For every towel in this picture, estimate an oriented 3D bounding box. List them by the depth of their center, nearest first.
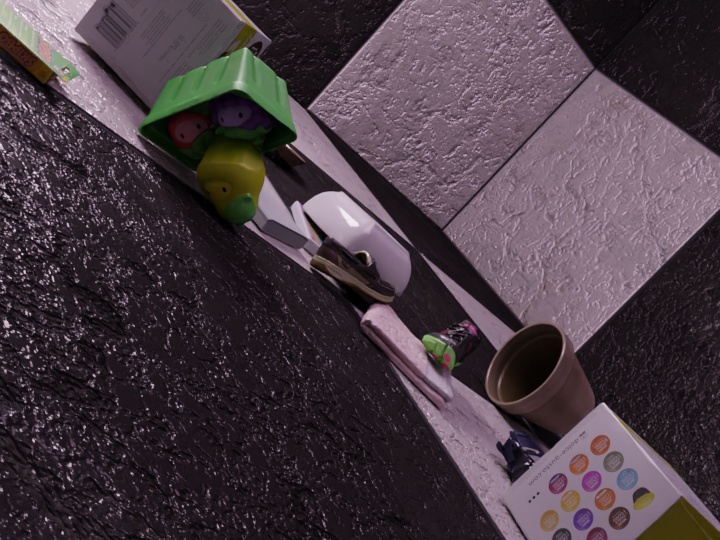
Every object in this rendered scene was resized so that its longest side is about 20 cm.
[{"bbox_3d":[0.080,0.130,1.541,0.191,0.032,0.200,45,8,0],"label":"towel"}]

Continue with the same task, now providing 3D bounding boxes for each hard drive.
[{"bbox_3d":[-0.177,-0.125,1.535,0.200,0.026,0.132,49,10,26],"label":"hard drive"},{"bbox_3d":[0.385,0.321,2.063,0.139,0.033,0.201,39,11,-34],"label":"hard drive"}]

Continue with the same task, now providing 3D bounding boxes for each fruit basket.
[{"bbox_3d":[-0.193,-0.174,1.301,0.155,0.216,0.216,34,13,-46],"label":"fruit basket"}]

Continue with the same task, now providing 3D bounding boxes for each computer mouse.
[{"bbox_3d":[-0.230,-0.280,1.990,0.058,0.034,0.200,28,-9,39],"label":"computer mouse"}]

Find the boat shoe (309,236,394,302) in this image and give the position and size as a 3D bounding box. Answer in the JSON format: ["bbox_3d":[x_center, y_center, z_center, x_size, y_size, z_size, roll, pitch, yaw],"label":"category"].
[{"bbox_3d":[0.000,0.000,1.568,0.073,0.066,0.199,30,3,40],"label":"boat shoe"}]

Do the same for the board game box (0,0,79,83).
[{"bbox_3d":[-0.433,-0.298,1.143,0.199,0.030,0.096,40,11,-15],"label":"board game box"}]

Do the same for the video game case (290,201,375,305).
[{"bbox_3d":[-0.048,-0.032,1.713,0.182,0.024,0.201,41,11,-23],"label":"video game case"}]

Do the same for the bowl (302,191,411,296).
[{"bbox_3d":[0.004,-0.061,1.716,0.199,0.075,0.200,39,4,-43],"label":"bowl"}]

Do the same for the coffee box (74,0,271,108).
[{"bbox_3d":[-0.296,-0.380,1.521,0.200,0.200,0.198,44,9,3],"label":"coffee box"}]

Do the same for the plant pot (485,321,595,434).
[{"bbox_3d":[0.382,0.235,1.907,0.173,0.200,0.200,42,9,-25],"label":"plant pot"}]

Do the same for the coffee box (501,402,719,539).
[{"bbox_3d":[0.356,0.348,1.280,0.200,0.200,0.198,40,10,-33],"label":"coffee box"}]

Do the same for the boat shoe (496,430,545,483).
[{"bbox_3d":[0.296,0.320,1.525,0.199,0.074,0.093,35,21,-46],"label":"boat shoe"}]

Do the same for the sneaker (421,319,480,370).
[{"bbox_3d":[0.159,0.118,1.601,0.077,0.084,0.200,46,7,9],"label":"sneaker"}]

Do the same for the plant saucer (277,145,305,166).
[{"bbox_3d":[-0.205,-0.303,2.132,0.200,0.030,0.200,43,5,-4],"label":"plant saucer"}]
